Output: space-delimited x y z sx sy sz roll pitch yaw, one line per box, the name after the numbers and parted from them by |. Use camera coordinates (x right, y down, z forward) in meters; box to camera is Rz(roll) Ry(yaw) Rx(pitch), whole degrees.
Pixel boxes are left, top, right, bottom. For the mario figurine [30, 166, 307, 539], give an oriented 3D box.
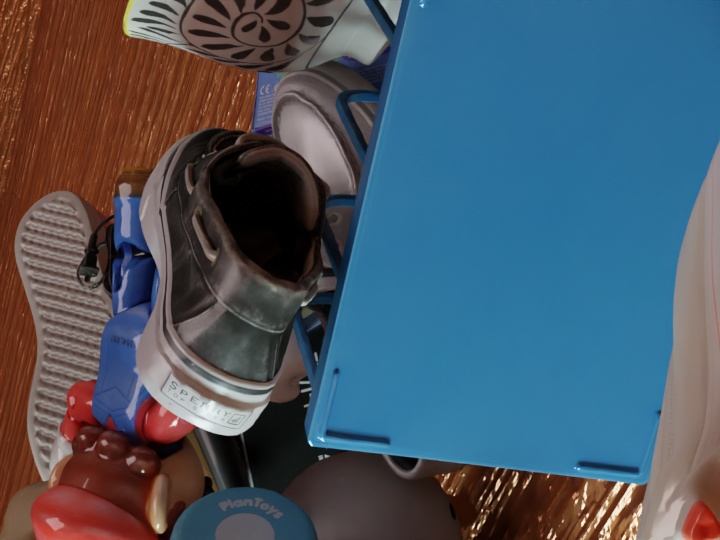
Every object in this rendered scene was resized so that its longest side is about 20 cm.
-0.085 0.060 0.798 0.123 0.105 0.203 172 111 -81 | mario figurine

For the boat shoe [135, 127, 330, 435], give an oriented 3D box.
-0.039 -0.014 0.663 0.071 0.072 0.201 -53 20 20 | boat shoe

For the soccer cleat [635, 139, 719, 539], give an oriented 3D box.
0.126 0.036 0.553 0.078 0.068 0.203 -170 94 -78 | soccer cleat

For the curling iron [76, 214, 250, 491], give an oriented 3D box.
-0.097 0.060 0.930 0.201 0.049 0.026 62 153 16 | curling iron

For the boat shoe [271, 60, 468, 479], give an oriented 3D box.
0.000 0.000 0.796 0.072 0.068 0.202 -24 85 47 | boat shoe

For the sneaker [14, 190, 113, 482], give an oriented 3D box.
-0.139 0.058 1.005 0.105 0.075 0.202 46 -156 -54 | sneaker

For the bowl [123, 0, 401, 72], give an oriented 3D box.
-0.005 -0.152 0.757 0.201 0.094 0.201 -52 1 2 | bowl

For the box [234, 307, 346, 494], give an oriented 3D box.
-0.053 0.036 1.010 0.200 0.085 0.166 -142 40 -71 | box

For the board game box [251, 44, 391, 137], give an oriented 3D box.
0.022 -0.168 0.859 0.151 0.045 0.203 -9 69 41 | board game box

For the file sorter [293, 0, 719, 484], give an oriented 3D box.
0.058 -0.041 0.678 0.123 0.137 0.202 -112 33 -65 | file sorter

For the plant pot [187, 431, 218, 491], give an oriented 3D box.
-0.092 0.145 1.091 0.201 0.027 0.200 60 171 15 | plant pot

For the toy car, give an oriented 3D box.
0.012 0.150 0.794 0.201 0.175 0.186 -61 -21 -51 | toy car

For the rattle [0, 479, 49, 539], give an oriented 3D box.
-0.113 0.203 0.860 0.143 0.129 0.202 82 175 -56 | rattle
